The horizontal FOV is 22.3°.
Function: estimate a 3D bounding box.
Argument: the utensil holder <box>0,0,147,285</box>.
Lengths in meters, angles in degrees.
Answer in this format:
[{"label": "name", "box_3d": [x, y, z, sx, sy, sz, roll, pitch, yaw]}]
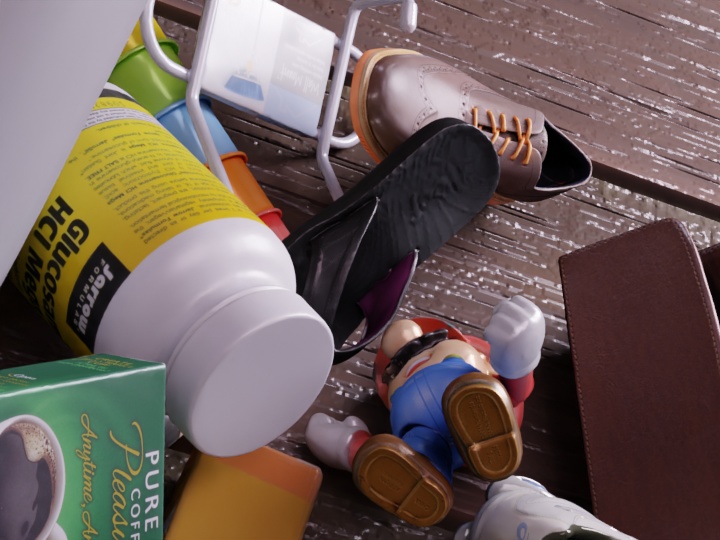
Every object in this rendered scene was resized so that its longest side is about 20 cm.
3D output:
[{"label": "utensil holder", "box_3d": [-0.198, -0.105, 0.835, 0.170, 0.170, 0.200, 26, 79, -7]}]

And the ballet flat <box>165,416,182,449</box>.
[{"label": "ballet flat", "box_3d": [-0.158, 0.072, 0.900, 0.200, 0.057, 0.066, -10, 48, -39]}]

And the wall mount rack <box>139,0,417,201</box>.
[{"label": "wall mount rack", "box_3d": [-0.037, -0.092, 1.025, 0.200, 0.074, 0.174, 20, 78, -48]}]

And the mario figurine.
[{"label": "mario figurine", "box_3d": [0.031, 0.061, 0.936, 0.123, 0.200, 0.106, 1, 97, 2]}]

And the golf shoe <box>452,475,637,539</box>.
[{"label": "golf shoe", "box_3d": [0.140, 0.173, 0.878, 0.200, 0.097, 0.078, 30, 81, -14]}]

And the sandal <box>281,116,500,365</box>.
[{"label": "sandal", "box_3d": [0.000, -0.001, 0.971, 0.200, 0.048, 0.075, -47, 125, -4]}]

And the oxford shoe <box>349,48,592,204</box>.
[{"label": "oxford shoe", "box_3d": [0.066, -0.084, 1.044, 0.200, 0.073, 0.071, 14, 81, -55]}]

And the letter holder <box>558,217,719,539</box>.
[{"label": "letter holder", "box_3d": [0.203, 0.074, 1.001, 0.101, 0.142, 0.200, 37, 41, -47]}]

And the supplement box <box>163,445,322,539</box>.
[{"label": "supplement box", "box_3d": [-0.082, 0.176, 0.872, 0.066, 0.069, 0.200, 25, 50, -7]}]

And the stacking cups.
[{"label": "stacking cups", "box_3d": [-0.098, -0.066, 1.035, 0.060, 0.061, 0.200, -25, 77, -35]}]

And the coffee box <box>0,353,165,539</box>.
[{"label": "coffee box", "box_3d": [-0.162, 0.106, 0.751, 0.200, 0.044, 0.123, -11, 103, -52]}]

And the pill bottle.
[{"label": "pill bottle", "box_3d": [-0.105, -0.001, 0.908, 0.112, 0.113, 0.200, -20, 47, -33]}]
